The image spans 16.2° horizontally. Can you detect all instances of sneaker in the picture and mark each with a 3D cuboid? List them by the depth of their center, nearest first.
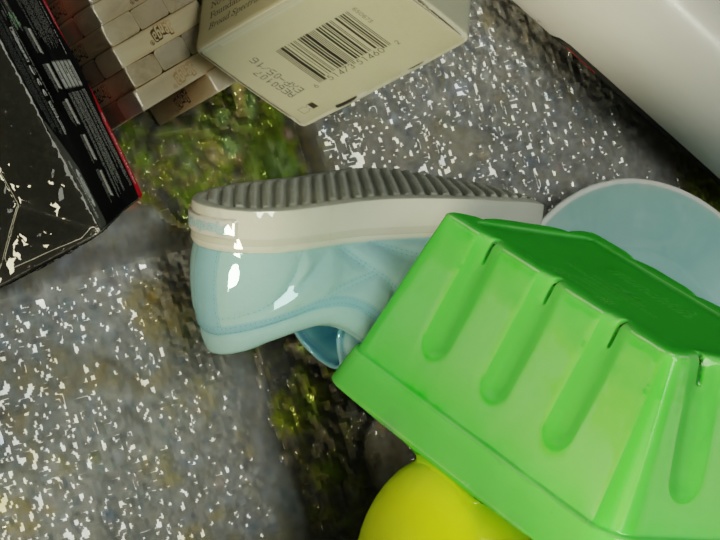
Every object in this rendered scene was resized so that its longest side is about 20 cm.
[{"bbox_3d":[0.000,0.000,1.149,0.199,0.074,0.082,-4,107,-38],"label":"sneaker"}]

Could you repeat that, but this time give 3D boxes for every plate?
[{"bbox_3d":[0.141,0.054,1.250,0.199,0.026,0.201,9,74,-33],"label":"plate"}]

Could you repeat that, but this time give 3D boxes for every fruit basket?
[{"bbox_3d":[0.076,0.098,1.075,0.155,0.215,0.217,7,74,-38],"label":"fruit basket"}]

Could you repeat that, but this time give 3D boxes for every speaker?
[{"bbox_3d":[0.163,-0.112,1.273,0.200,0.081,0.081,39,59,-21],"label":"speaker"}]

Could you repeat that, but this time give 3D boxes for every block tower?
[{"bbox_3d":[-0.130,-0.153,1.094,0.058,0.054,0.201,-35,98,-35],"label":"block tower"}]

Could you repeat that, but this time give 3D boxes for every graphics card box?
[{"bbox_3d":[-0.139,-0.066,0.988,0.051,0.200,0.126,-27,96,1],"label":"graphics card box"}]

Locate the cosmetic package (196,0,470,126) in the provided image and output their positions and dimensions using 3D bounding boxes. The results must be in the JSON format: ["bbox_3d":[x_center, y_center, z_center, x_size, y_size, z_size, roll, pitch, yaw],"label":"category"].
[{"bbox_3d":[-0.006,-0.177,1.123,0.073,0.103,0.201,33,46,-37],"label":"cosmetic package"}]
